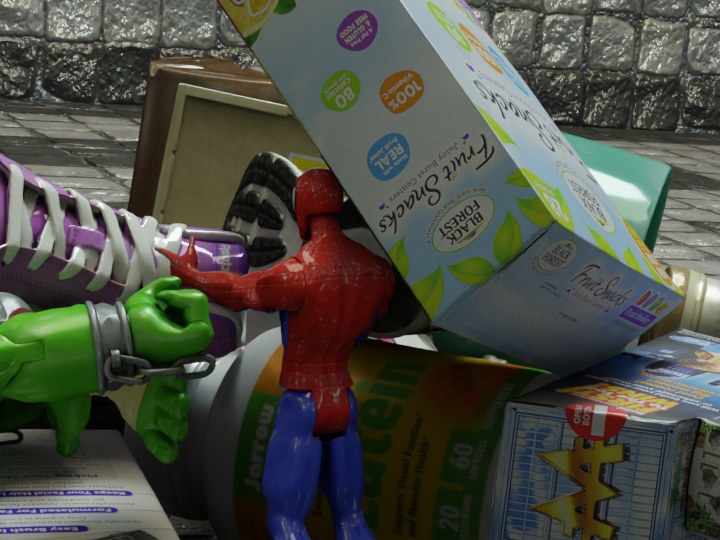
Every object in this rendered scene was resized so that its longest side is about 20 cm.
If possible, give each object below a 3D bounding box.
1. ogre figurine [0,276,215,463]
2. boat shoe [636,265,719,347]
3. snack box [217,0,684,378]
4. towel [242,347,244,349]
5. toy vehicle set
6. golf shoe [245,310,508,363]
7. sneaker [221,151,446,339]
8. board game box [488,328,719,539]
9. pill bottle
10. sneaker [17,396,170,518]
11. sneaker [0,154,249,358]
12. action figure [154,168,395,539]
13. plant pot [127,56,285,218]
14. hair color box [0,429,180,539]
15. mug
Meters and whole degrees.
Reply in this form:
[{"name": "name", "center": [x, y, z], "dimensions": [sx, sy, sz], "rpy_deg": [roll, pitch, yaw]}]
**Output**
[{"name": "ogre figurine", "center": [-0.145, 0.042, 0.836], "dimensions": [0.119, 0.099, 0.200], "rpy_deg": [-4, 11, -30]}, {"name": "boat shoe", "center": [0.160, 0.068, 1.087], "dimensions": [0.064, 0.073, 0.201], "rpy_deg": [14, -32, 3]}, {"name": "snack box", "center": [0.032, -0.059, 0.897], "dimensions": [0.201, 0.068, 0.168], "rpy_deg": [57, 14, 22]}, {"name": "towel", "center": [-0.074, 0.056, 1.160], "dimensions": [0.145, 0.030, 0.201], "rpy_deg": [7, 41, 14]}, {"name": "toy vehicle set", "center": [-0.020, -0.025, 1.256], "dimensions": [0.198, 0.125, 0.027], "rpy_deg": [13, 3, 6]}, {"name": "golf shoe", "center": [0.005, 0.062, 1.078], "dimensions": [0.199, 0.073, 0.092], "rpy_deg": [30, 53, 16]}, {"name": "sneaker", "center": [0.000, 0.000, 1.035], "dimensions": [0.088, 0.077, 0.200], "rpy_deg": [22, 1, -35]}, {"name": "board game box", "center": [0.153, 0.080, 0.867], "dimensions": [0.199, 0.062, 0.199], "rpy_deg": [15, 14, 39]}, {"name": "pill bottle", "center": [-0.002, 0.086, 0.986], "dimensions": [0.199, 0.112, 0.111], "rpy_deg": [9, 10, 26]}, {"name": "sneaker", "center": [-0.184, 0.064, 1.065], "dimensions": [0.198, 0.100, 0.071], "rpy_deg": [6, 11, 14]}, {"name": "sneaker", "center": [-0.109, -0.012, 0.912], "dimensions": [0.113, 0.073, 0.200], "rpy_deg": [-6, -21, 21]}, {"name": "action figure", "center": [-0.032, 0.059, 0.869], "dimensions": [0.065, 0.202, 0.099], "rpy_deg": [-2, 8, -35]}, {"name": "plant pot", "center": [-0.063, -0.026, 1.364], "dimensions": [0.198, 0.200, 0.200], "rpy_deg": [5, 9, -1]}, {"name": "hair color box", "center": [-0.136, 0.117, 0.883], "dimensions": [0.108, 0.065, 0.200], "rpy_deg": [1, 8, -14]}, {"name": "mug", "center": [0.090, 0.004, 1.165], "dimensions": [0.114, 0.153, 0.185], "rpy_deg": [16, -6, 9]}]
